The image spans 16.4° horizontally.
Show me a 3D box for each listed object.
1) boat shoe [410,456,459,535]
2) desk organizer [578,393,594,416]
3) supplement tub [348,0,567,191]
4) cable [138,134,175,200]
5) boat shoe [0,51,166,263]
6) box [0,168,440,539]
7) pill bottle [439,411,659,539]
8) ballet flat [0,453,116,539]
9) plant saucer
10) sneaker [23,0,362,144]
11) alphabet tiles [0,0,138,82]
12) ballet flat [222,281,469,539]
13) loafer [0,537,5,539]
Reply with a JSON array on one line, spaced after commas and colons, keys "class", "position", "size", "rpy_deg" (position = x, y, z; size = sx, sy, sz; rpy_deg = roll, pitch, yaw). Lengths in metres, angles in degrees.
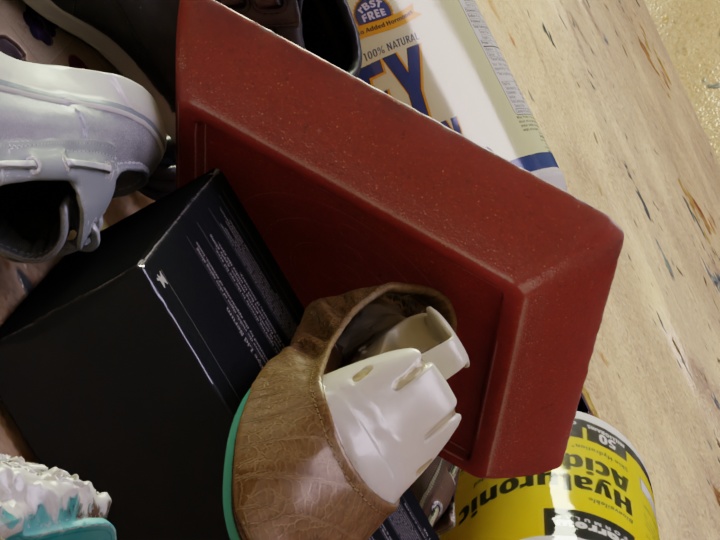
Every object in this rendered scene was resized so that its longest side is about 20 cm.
[{"class": "boat shoe", "position": [0.015, 0.092, 1.171], "size": [0.202, 0.075, 0.075], "rpy_deg": [-45, 120, -68]}, {"class": "desk organizer", "position": [0.074, 0.068, 1.372], "size": [0.200, 0.077, 0.072], "rpy_deg": [64, 15, 10]}, {"class": "supplement tub", "position": [0.003, -0.089, 1.285], "size": [0.200, 0.145, 0.145], "rpy_deg": [63, 15, 7]}, {"class": "cable", "position": [-0.115, -0.123, 1.130], "size": [0.200, 0.051, 0.163], "rpy_deg": [66, 18, 12]}, {"class": "boat shoe", "position": [-0.129, -0.036, 0.920], "size": [0.201, 0.070, 0.072], "rpy_deg": [11, 64, -67]}, {"class": "box", "position": [-0.047, 0.078, 0.946], "size": [0.200, 0.079, 0.141], "rpy_deg": [60, 13, -10]}, {"class": "pill bottle", "position": [0.093, 0.158, 1.207], "size": [0.111, 0.111, 0.200], "rpy_deg": [56, 16, -21]}, {"class": "ballet flat", "position": [-0.136, 0.077, 0.707], "size": [0.072, 0.072, 0.200], "rpy_deg": [65, 13, 12]}, {"class": "plant saucer", "position": [0.000, 0.000, 1.021], "size": [0.200, 0.037, 0.200], "rpy_deg": [29, -29, 13]}, {"class": "sneaker", "position": [-0.077, -0.129, 1.033], "size": [0.200, 0.099, 0.071], "rpy_deg": [46, 38, -25]}, {"class": "alphabet tiles", "position": [-0.139, -0.153, 1.063], "size": [0.166, 0.006, 0.200], "rpy_deg": [53, 34, -15]}, {"class": "ballet flat", "position": [0.003, 0.048, 0.885], "size": [0.068, 0.072, 0.200], "rpy_deg": [60, 16, -9]}, {"class": "loafer", "position": [-0.086, 0.161, 0.692], "size": [0.076, 0.067, 0.200], "rpy_deg": [23, -38, 52]}]
